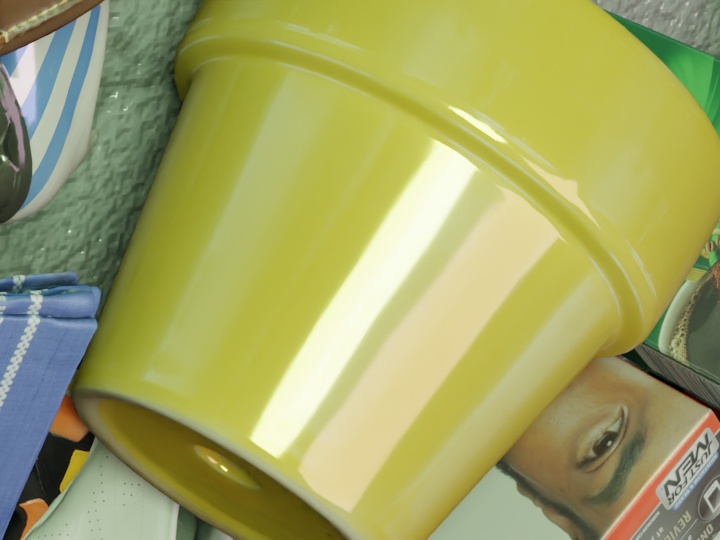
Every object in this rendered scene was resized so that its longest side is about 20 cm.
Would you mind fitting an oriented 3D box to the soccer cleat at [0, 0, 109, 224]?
[{"bbox_3d":[-0.122,-0.114,0.929,0.086,0.070,0.200,-41,139,-55],"label":"soccer cleat"}]

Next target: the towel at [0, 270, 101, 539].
[{"bbox_3d":[-0.194,0.050,0.901,0.200,0.024,0.145,2,136,-27],"label":"towel"}]

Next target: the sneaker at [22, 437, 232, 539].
[{"bbox_3d":[-0.095,0.125,1.071,0.075,0.088,0.200,20,98,-51],"label":"sneaker"}]

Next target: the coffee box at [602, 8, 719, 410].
[{"bbox_3d":[0.119,-0.028,1.114,0.123,0.200,0.044,-52,137,-6],"label":"coffee box"}]

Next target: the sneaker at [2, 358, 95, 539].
[{"bbox_3d":[-0.166,0.050,0.966,0.200,0.070,0.090,22,93,-52],"label":"sneaker"}]

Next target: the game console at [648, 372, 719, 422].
[{"bbox_3d":[0.224,0.038,1.203,0.200,0.119,0.172,-41,136,-22],"label":"game console"}]

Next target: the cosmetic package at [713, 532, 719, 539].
[{"bbox_3d":[0.034,0.168,1.142,0.199,0.200,0.123,-40,134,-22],"label":"cosmetic package"}]

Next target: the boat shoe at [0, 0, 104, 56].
[{"bbox_3d":[-0.142,-0.083,0.846,0.200,0.068,0.072,-22,116,2],"label":"boat shoe"}]

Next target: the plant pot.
[{"bbox_3d":[0.000,0.000,0.985,0.189,0.201,0.201,-57,141,-18],"label":"plant pot"}]

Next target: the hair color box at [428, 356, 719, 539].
[{"bbox_3d":[0.042,0.069,1.090,0.111,0.200,0.064,-49,139,-13],"label":"hair color box"}]

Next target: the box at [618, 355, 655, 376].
[{"bbox_3d":[0.126,0.079,1.278,0.095,0.078,0.200,-38,135,-24],"label":"box"}]
